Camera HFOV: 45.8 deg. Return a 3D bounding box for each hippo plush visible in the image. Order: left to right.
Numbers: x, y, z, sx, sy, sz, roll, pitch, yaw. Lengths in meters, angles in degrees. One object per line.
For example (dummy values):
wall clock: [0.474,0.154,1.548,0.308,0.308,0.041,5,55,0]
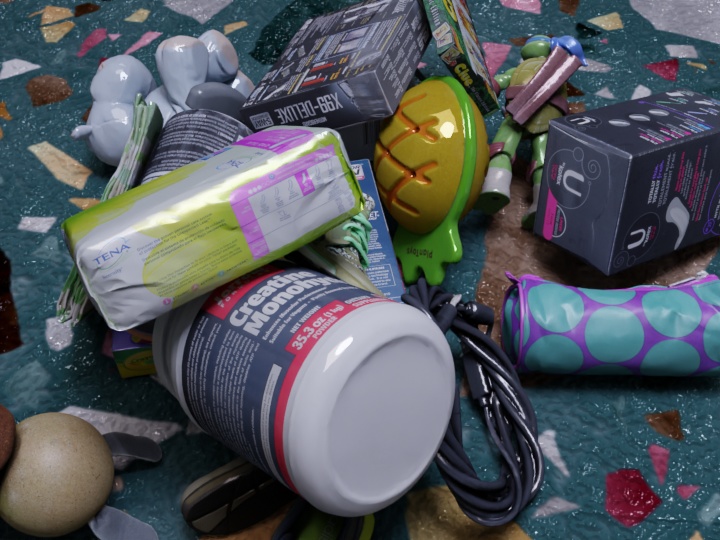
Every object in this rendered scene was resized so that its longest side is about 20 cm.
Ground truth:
hippo plush: [-0.215,-0.161,0.944,0.159,0.159,0.202,2,89,26]

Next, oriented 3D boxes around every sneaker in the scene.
sneaker: [-0.053,0.228,0.600,0.073,0.081,0.201,16,61,16]
sneaker: [-0.019,-0.032,0.708,0.088,0.077,0.200,-37,47,-8]

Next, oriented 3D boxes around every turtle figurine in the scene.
turtle figurine: [0.157,-0.143,0.923,0.198,0.144,0.196,-7,65,34]

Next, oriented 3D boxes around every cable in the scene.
cable: [0.089,0.100,0.679,0.050,0.163,0.202,-23,53,25]

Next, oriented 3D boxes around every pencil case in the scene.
pencil case: [0.227,0.047,0.757,0.198,0.085,0.094,-1,92,0]

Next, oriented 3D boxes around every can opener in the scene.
can opener: [-0.106,-0.149,0.896,0.052,0.067,0.199,35,18,24]

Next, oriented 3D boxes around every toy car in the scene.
toy car: [-0.253,0.165,0.662,0.198,0.158,0.165,14,47,-26]

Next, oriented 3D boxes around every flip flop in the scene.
flip flop: [-0.052,0.149,0.691,0.198,0.082,0.058,-22,37,-11]

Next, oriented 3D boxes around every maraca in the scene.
maraca: [0.067,-0.086,0.824,0.106,0.202,0.137,3,2,-27]

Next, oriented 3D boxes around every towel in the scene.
towel: [-0.222,-0.053,0.768,0.023,0.153,0.202,19,89,-10]

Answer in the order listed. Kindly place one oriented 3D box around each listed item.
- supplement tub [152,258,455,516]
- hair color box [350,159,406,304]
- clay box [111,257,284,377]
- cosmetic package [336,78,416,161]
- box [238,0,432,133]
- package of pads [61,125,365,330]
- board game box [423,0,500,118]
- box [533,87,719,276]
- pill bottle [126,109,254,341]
supplement tub: [-0.045,0.070,0.601,0.140,0.141,0.199,-38,36,-29]
hair color box: [0.000,0.000,0.796,0.060,0.101,0.201,-9,49,-5]
clay box: [-0.129,0.031,0.806,0.198,0.048,0.116,-8,49,-5]
cosmetic package: [0.006,-0.222,1.014,0.100,0.074,0.201,-7,46,-5]
box: [-0.016,-0.214,0.876,0.156,0.050,0.201,-9,37,28]
package of pads: [-0.110,-0.039,0.617,0.199,0.069,0.154,-28,20,-15]
board game box: [0.092,-0.259,0.868,0.023,0.105,0.202,-27,51,24]
box: [0.279,-0.092,0.826,0.198,0.123,0.106,-17,34,-30]
pill bottle: [-0.157,-0.037,0.759,0.105,0.107,0.202,8,57,8]
